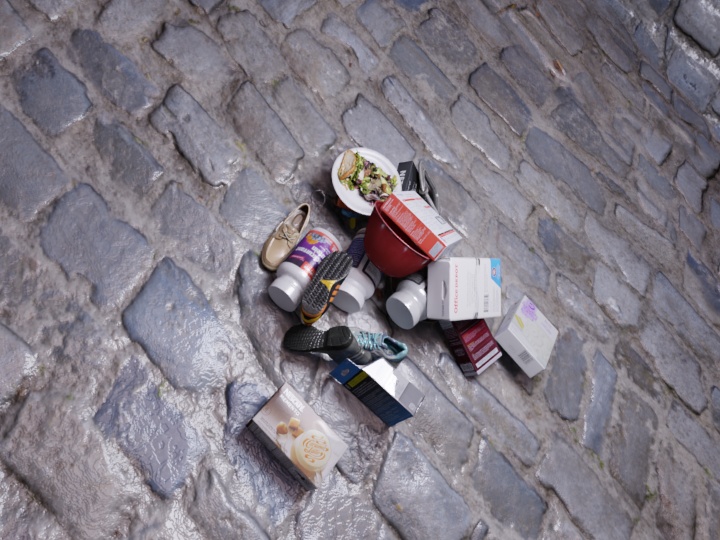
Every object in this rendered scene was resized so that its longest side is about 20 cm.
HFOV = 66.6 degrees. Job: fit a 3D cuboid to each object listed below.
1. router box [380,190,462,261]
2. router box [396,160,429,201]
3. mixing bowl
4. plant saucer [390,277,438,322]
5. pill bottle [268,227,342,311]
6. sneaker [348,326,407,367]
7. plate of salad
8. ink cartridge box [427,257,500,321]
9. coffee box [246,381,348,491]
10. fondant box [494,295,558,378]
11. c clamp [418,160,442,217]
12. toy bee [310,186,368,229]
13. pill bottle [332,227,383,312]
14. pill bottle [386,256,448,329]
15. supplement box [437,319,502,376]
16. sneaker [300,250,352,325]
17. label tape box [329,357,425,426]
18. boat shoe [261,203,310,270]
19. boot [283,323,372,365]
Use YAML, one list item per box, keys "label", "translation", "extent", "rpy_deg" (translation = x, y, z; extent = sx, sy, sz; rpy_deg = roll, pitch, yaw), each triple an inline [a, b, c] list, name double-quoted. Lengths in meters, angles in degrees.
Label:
- label: "router box"
  translation: [0.154, -0.114, 1.337]
  extent: [0.180, 0.049, 0.199]
  rpy_deg: [46, 21, 10]
- label: "router box"
  translation: [0.133, -0.179, 1.533]
  extent: [0.150, 0.050, 0.204]
  rpy_deg: [54, 43, -45]
- label: "mixing bowl"
  translation: [0.080, -0.058, 1.317]
  extent: [0.198, 0.109, 0.202]
  rpy_deg: [34, 22, -16]
- label: "plant saucer"
  translation: [0.166, 0.049, 1.505]
  extent: [0.194, 0.032, 0.206]
  rpy_deg: [9, 63, -18]
- label: "pill bottle"
  translation: [-0.137, -0.001, 1.349]
  extent: [0.111, 0.112, 0.201]
  rpy_deg: [38, 58, -2]
- label: "sneaker"
  translation: [0.028, 0.175, 1.354]
  extent: [0.195, 0.086, 0.080]
  rpy_deg: [17, 60, -15]
- label: "plate of salad"
  translation: [0.021, -0.240, 1.434]
  extent: [0.194, 0.048, 0.206]
  rpy_deg: [8, 65, -17]
- label: "ink cartridge box"
  translation: [0.260, 0.044, 1.368]
  extent: [0.196, 0.083, 0.151]
  rpy_deg: [1, 89, -38]
- label: "coffee box"
  translation: [-0.139, 0.362, 1.200]
  extent: [0.200, 0.080, 0.114]
  rpy_deg: [46, 58, 2]
- label: "fondant box"
  translation: [0.464, 0.179, 1.524]
  extent: [0.145, 0.058, 0.200]
  rpy_deg: [47, 37, 2]
- label: "c clamp"
  translation: [0.206, -0.208, 1.580]
  extent: [0.201, 0.026, 0.175]
  rpy_deg: [53, 34, -43]
- label: "toy bee"
  translation: [-0.027, -0.196, 1.487]
  extent: [0.198, 0.132, 0.109]
  rpy_deg: [34, 14, -13]
- label: "pill bottle"
  translation: [0.000, 0.000, 1.406]
  extent: [0.114, 0.116, 0.203]
  rpy_deg: [33, 58, -5]
- label: "pill bottle"
  translation: [0.161, 0.054, 1.415]
  extent: [0.199, 0.117, 0.117]
  rpy_deg: [-38, 84, -31]
- label: "supplement box"
  translation: [0.285, 0.165, 1.466]
  extent: [0.107, 0.061, 0.204]
  rpy_deg: [-27, 91, -31]
- label: "sneaker"
  translation: [-0.085, 0.041, 1.298]
  extent: [0.069, 0.091, 0.202]
  rpy_deg: [28, 53, 5]
- label: "label tape box"
  translation: [0.036, 0.266, 1.282]
  extent: [0.199, 0.144, 0.064]
  rpy_deg: [41, 58, -1]
- label: "boat shoe"
  translation: [-0.189, -0.092, 1.396]
  extent: [0.070, 0.065, 0.203]
  rpy_deg: [30, 58, -7]
- label: "boot"
  translation: [-0.078, 0.189, 1.299]
  extent: [0.131, 0.195, 0.069]
  rpy_deg: [55, 42, -46]
